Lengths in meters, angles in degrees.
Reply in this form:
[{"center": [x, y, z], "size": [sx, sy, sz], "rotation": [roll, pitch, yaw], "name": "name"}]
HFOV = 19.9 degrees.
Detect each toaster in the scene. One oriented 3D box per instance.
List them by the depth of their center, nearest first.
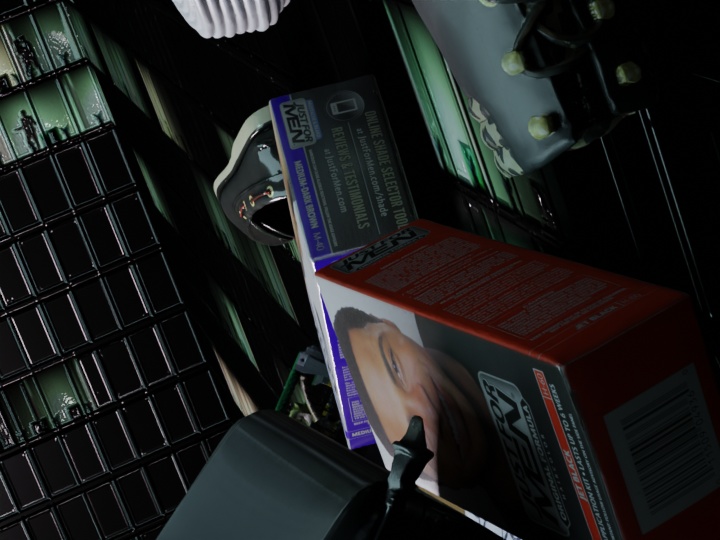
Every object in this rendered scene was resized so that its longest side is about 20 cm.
[{"center": [0.000, 0.165, 0.792], "size": [0.181, 0.201, 0.119], "rotation": [36, 174, -34], "name": "toaster"}]

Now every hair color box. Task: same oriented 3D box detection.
[{"center": [0.063, 0.048, 0.806], "size": [0.200, 0.061, 0.102], "rotation": [19, 133, 63], "name": "hair color box"}, {"center": [0.000, 0.000, 1.126], "size": [0.200, 0.064, 0.110], "rotation": [83, 173, -55], "name": "hair color box"}]

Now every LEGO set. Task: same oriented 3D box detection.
[{"center": [-0.002, 0.134, 1.275], "size": [0.115, 0.201, 0.154], "rotation": [24, 179, 8], "name": "LEGO set"}]

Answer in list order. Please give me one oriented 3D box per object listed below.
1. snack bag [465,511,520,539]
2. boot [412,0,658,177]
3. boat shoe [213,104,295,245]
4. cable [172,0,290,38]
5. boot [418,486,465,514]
[{"center": [0.068, 0.094, 0.973], "size": [0.189, 0.021, 0.201], "rotation": [-155, 60, -76], "name": "snack bag"}, {"center": [0.045, -0.113, 0.611], "size": [0.154, 0.073, 0.204], "rotation": [64, 175, 1], "name": "boot"}, {"center": [-0.050, -0.047, 1.319], "size": [0.201, 0.073, 0.063], "rotation": [118, 136, -73], "name": "boat shoe"}, {"center": [-0.101, -0.228, 1.180], "size": [0.200, 0.069, 0.201], "rotation": [83, 161, -61], "name": "cable"}, {"center": [0.092, 0.185, 1.111], "size": [0.200, 0.066, 0.176], "rotation": [-125, 27, -50], "name": "boot"}]
